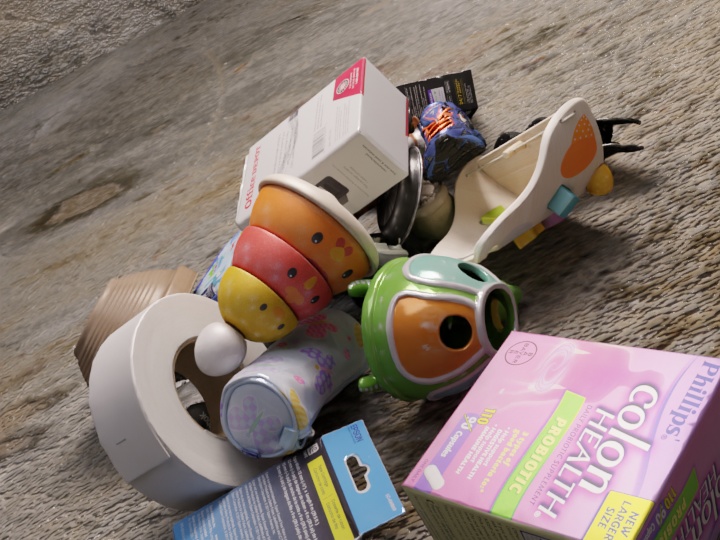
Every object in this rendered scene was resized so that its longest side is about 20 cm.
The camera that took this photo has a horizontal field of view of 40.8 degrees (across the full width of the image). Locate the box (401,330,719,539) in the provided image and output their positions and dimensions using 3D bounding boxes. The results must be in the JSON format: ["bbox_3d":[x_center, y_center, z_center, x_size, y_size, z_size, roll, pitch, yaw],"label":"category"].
[{"bbox_3d":[0.165,0.149,0.729,0.199,0.097,0.176,6,45,46],"label":"box"}]

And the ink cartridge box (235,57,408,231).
[{"bbox_3d":[-0.043,-0.125,1.114,0.199,0.083,0.146,-33,35,31],"label":"ink cartridge box"}]

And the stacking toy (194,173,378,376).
[{"bbox_3d":[-0.088,0.021,0.940,0.145,0.146,0.201,14,63,51],"label":"stacking toy"}]

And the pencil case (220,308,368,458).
[{"bbox_3d":[-0.059,0.106,0.952,0.090,0.084,0.200,13,22,16],"label":"pencil case"}]

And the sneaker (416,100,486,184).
[{"bbox_3d":[0.094,-0.152,1.098,0.075,0.079,0.200,-34,4,10],"label":"sneaker"}]

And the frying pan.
[{"bbox_3d":[0.049,-0.122,1.103,0.115,0.031,0.192,164,114,-74],"label":"frying pan"}]

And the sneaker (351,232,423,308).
[{"bbox_3d":[0.001,0.003,1.140,0.198,0.060,0.105,-9,31,27],"label":"sneaker"}]

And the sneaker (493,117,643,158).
[{"bbox_3d":[0.235,-0.142,1.133,0.103,0.061,0.200,1,-5,-14],"label":"sneaker"}]

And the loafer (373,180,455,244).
[{"bbox_3d":[0.071,-0.070,1.186,0.075,0.069,0.200,-38,14,-2],"label":"loafer"}]

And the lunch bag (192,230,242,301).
[{"bbox_3d":[-0.146,0.018,1.190,0.161,0.082,0.201,-43,16,41],"label":"lunch bag"}]

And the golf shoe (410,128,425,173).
[{"bbox_3d":[0.041,-0.132,1.318,0.198,0.073,0.093,-12,65,22],"label":"golf shoe"}]

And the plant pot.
[{"bbox_3d":[-0.276,0.073,1.149,0.202,0.092,0.201,-59,10,17],"label":"plant pot"}]

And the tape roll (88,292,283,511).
[{"bbox_3d":[-0.163,0.127,0.942,0.070,0.202,0.203,-31,25,30],"label":"tape roll"}]

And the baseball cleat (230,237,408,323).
[{"bbox_3d":[-0.044,0.019,1.065,0.197,0.108,0.070,-3,-1,8],"label":"baseball cleat"}]

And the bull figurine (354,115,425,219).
[{"bbox_3d":[0.010,-0.116,1.210,0.200,0.065,0.121,-40,10,-15],"label":"bull figurine"}]

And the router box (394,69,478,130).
[{"bbox_3d":[0.074,-0.219,1.307,0.155,0.053,0.200,-12,4,5],"label":"router box"}]

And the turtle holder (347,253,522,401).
[{"bbox_3d":[0.085,0.057,0.927,0.131,0.185,0.143,-9,67,33],"label":"turtle holder"}]

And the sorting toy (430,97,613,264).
[{"bbox_3d":[0.151,-0.063,1.014,0.180,0.107,0.200,-42,7,-25],"label":"sorting toy"}]

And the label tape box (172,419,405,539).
[{"bbox_3d":[-0.057,0.233,0.835,0.199,0.067,0.143,-29,29,-3],"label":"label tape box"}]

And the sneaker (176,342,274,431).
[{"bbox_3d":[-0.161,0.141,1.074,0.199,0.067,0.091,-30,33,7],"label":"sneaker"}]
